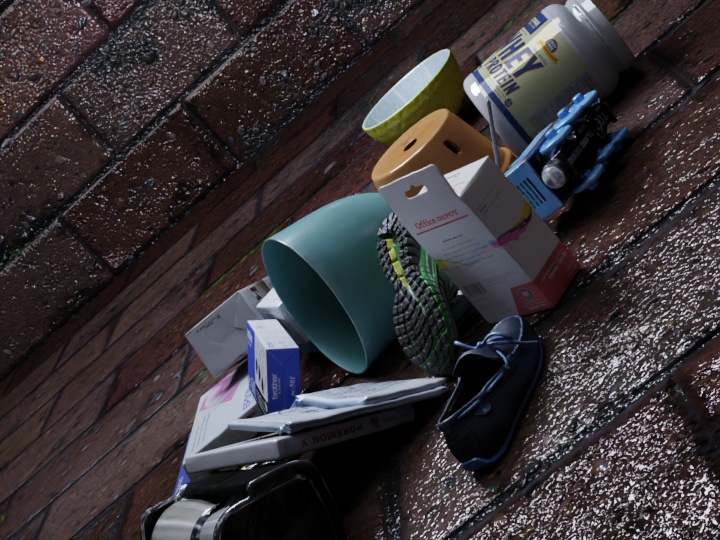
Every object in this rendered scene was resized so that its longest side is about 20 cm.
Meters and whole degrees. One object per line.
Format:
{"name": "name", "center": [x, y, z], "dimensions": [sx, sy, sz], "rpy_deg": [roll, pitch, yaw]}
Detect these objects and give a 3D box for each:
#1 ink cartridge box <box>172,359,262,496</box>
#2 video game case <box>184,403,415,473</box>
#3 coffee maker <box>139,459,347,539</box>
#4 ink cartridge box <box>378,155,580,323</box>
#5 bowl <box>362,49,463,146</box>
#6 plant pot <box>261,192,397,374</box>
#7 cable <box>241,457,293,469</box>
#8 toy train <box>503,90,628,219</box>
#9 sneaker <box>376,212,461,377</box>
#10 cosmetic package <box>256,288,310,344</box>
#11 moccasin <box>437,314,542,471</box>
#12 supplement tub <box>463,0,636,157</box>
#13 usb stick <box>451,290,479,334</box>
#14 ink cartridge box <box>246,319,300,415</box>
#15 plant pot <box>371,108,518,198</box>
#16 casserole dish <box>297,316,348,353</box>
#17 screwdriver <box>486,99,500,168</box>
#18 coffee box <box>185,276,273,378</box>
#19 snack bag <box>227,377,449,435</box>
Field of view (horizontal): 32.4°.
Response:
{"name": "ink cartridge box", "center": [-0.196, 0.210, 1.755], "dimensions": [0.199, 0.043, 0.197], "rpy_deg": [-39, 17, 13]}
{"name": "video game case", "center": [-0.068, 0.183, 1.344], "dimensions": [0.181, 0.023, 0.199], "rpy_deg": [-10, -6, -37]}
{"name": "coffee maker", "center": [-0.105, 0.249, 1.247], "dimensions": [0.193, 0.135, 0.199], "rpy_deg": [-51, 18, -30]}
{"name": "ink cartridge box", "center": [0.124, -0.044, 1.312], "dimensions": [0.068, 0.200, 0.116], "rpy_deg": [-51, 18, -30]}
{"name": "bowl", "center": [0.111, -0.270, 2.115], "dimensions": [0.200, 0.108, 0.201], "rpy_deg": [-40, 16, 14]}
{"name": "plant pot", "center": [0.000, 0.000, 1.546], "dimensions": [0.160, 0.202, 0.200], "rpy_deg": [-37, 12, -21]}
{"name": "cable", "center": [-0.113, 0.227, 1.477], "dimensions": [0.200, 0.050, 0.097], "rpy_deg": [-48, 13, -14]}
{"name": "toy train", "center": [0.238, -0.136, 1.459], "dimensions": [0.114, 0.087, 0.200], "rpy_deg": [-36, 8, 39]}
{"name": "sneaker", "center": [0.084, 0.024, 1.374], "dimensions": [0.078, 0.084, 0.202], "rpy_deg": [-46, 46, 44]}
{"name": "cosmetic package", "center": [-0.044, 0.005, 1.712], "dimensions": [0.200, 0.074, 0.101], "rpy_deg": [-46, 16, -17]}
{"name": "moccasin", "center": [0.125, 0.099, 1.181], "dimensions": [0.080, 0.068, 0.201], "rpy_deg": [-33, 18, 32]}
{"name": "supplement tub", "center": [0.253, -0.260, 1.659], "dimensions": [0.200, 0.145, 0.145], "rpy_deg": [-40, 16, 11]}
{"name": "usb stick", "center": [0.129, 0.028, 1.425], "dimensions": [0.200, 0.033, 0.055], "rpy_deg": [-46, 19, -10]}
{"name": "ink cartridge box", "center": [-0.112, 0.125, 1.574], "dimensions": [0.044, 0.096, 0.200], "rpy_deg": [-3, 8, -11]}
{"name": "plant pot", "center": [0.108, -0.119, 1.664], "dimensions": [0.200, 0.140, 0.201], "rpy_deg": [-40, 17, 14]}
{"name": "casserole dish", "center": [-0.020, 0.057, 1.717], "dimensions": [0.199, 0.039, 0.122], "rpy_deg": [-28, 22, 47]}
{"name": "screwdriver", "center": [0.161, -0.117, 1.465], "dimensions": [0.029, 0.201, 0.028], "rpy_deg": [-38, 47, -18]}
{"name": "coffee box", "center": [-0.159, 0.074, 1.837], "dimensions": [0.114, 0.080, 0.200], "rpy_deg": [-37, -2, 21]}
{"name": "snack bag", "center": [-0.031, 0.146, 1.347], "dimensions": [0.198, 0.022, 0.188], "rpy_deg": [-11, 0, -27]}
